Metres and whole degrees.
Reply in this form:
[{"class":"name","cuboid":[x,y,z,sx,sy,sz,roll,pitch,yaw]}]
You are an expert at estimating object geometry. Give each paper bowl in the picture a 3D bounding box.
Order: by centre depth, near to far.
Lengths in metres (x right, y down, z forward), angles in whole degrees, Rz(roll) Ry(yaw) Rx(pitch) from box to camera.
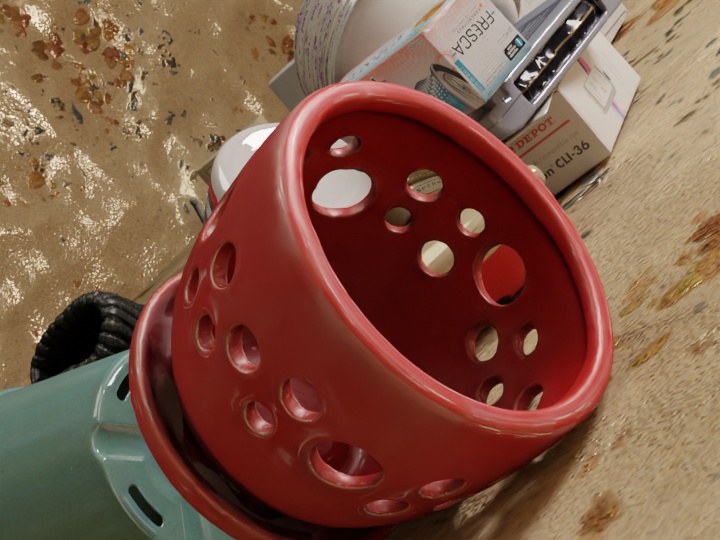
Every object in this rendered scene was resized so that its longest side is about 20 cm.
[{"class":"paper bowl","cuboid":[0.052,-0.192,1.243,0.201,0.201,0.104,-44,49,-8]}]

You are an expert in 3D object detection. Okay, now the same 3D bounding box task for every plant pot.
[{"class":"plant pot","cuboid":[-0.003,0.038,0.750,0.183,0.200,0.201,-46,5,36]},{"class":"plant pot","cuboid":[-0.184,0.151,1.042,0.196,0.201,0.200,-25,17,35]}]

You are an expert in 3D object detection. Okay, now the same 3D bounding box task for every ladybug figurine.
[{"class":"ladybug figurine","cuboid":[0.052,0.009,1.002,0.200,0.072,0.136,-42,8,7]}]

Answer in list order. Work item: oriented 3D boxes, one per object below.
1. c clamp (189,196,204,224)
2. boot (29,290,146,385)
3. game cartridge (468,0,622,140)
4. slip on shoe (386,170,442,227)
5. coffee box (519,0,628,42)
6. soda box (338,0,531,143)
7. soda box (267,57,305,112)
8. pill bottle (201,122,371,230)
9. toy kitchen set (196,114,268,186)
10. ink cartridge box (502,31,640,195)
[{"class":"c clamp","cuboid":[-0.093,-0.036,1.576,0.027,0.172,0.200,-9,21,30]},{"class":"boot","cuboid":[-0.202,0.112,1.214,0.157,0.079,0.212,9,-67,-50]},{"class":"game cartridge","cuboid":[0.112,-0.144,1.137,0.133,0.041,0.200,-24,22,53]},{"class":"slip on shoe","cuboid":[0.015,-0.018,1.127,0.076,0.061,0.200,-21,-26,-27]},{"class":"coffee box","cuboid":[0.108,-0.235,1.475,0.198,0.200,0.200,-36,12,37]},{"class":"soda box","cuboid":[0.036,-0.132,1.091,0.064,0.068,0.200,-50,11,-27]},{"class":"soda box","cuboid":[0.012,-0.123,1.368,0.064,0.200,0.068,-47,11,-37]},{"class":"pill bottle","cuboid":[-0.062,0.003,1.082,0.116,0.115,0.201,-51,-17,-45]},{"class":"toy kitchen set","cuboid":[-0.019,-0.117,1.542,0.163,0.181,0.200,-35,12,34]},{"class":"ink cartridge box","cuboid":[0.141,-0.105,1.165,0.116,0.068,0.200,-38,9,31]}]
